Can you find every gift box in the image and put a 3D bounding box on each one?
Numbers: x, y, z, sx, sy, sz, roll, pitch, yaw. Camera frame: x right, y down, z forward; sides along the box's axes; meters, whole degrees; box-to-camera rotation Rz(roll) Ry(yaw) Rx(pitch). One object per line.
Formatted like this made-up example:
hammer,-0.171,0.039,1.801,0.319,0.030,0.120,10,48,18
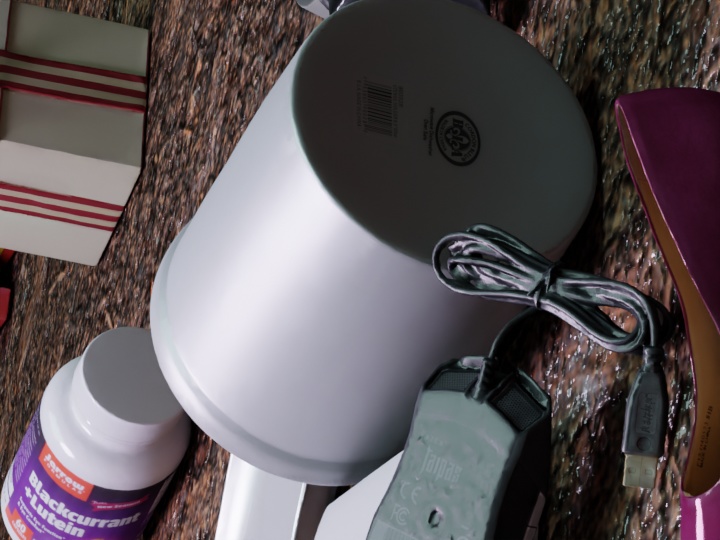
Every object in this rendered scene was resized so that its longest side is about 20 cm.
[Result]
gift box,-0.291,-0.138,2.594,0.200,0.186,0.185,116,158,-47

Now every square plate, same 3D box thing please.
square plate,-0.044,0.113,1.806,0.200,0.028,0.199,-146,68,-74

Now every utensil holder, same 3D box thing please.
utensil holder,0.007,-0.015,1.455,0.200,0.169,0.170,126,152,-51

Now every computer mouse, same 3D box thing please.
computer mouse,0.076,0.088,1.301,0.140,0.046,0.201,16,93,40

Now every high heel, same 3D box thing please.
high heel,0.121,0.033,1.120,0.067,0.096,0.201,175,105,-75

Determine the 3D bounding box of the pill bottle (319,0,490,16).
pill bottle,0.023,-0.199,1.624,0.112,0.111,0.200,116,159,-43

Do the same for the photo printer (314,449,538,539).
photo printer,0.020,0.178,1.442,0.200,0.069,0.167,138,141,-66

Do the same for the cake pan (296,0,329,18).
cake pan,-0.002,-0.248,1.896,0.200,0.037,0.201,-169,90,-75

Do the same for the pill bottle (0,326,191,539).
pill bottle,-0.187,0.128,2.162,0.200,0.111,0.112,119,157,-50

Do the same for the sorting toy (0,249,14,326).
sorting toy,-0.415,0.008,3.171,0.199,0.069,0.201,135,143,-65
